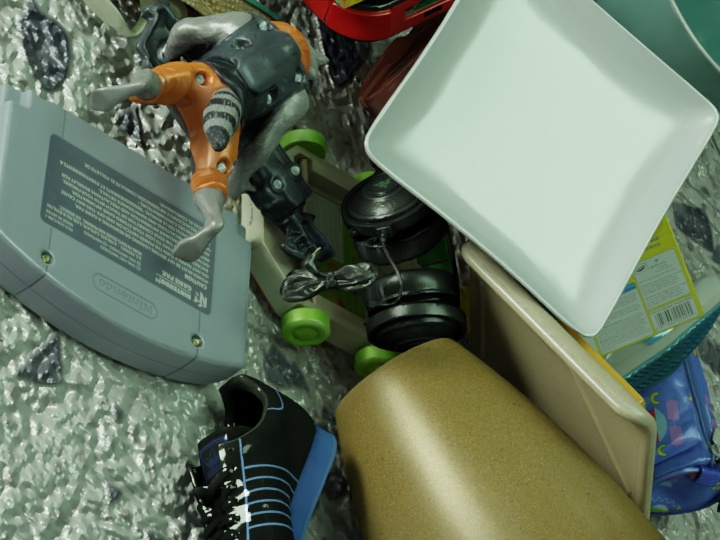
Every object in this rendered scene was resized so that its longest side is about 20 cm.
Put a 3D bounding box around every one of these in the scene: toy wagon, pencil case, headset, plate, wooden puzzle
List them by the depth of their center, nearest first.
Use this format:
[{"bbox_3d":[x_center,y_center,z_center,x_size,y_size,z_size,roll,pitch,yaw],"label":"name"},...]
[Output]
[{"bbox_3d":[0.015,-0.003,1.499,0.200,0.093,0.125,-22,100,-75],"label":"headset"},{"bbox_3d":[0.115,-0.087,1.501,0.199,0.032,0.201,39,63,-14],"label":"plate"},{"bbox_3d":[0.135,0.090,1.527,0.037,0.201,0.185,-32,55,-16],"label":"wooden puzzle"},{"bbox_3d":[0.000,0.000,1.578,0.199,0.039,0.156,29,46,-37],"label":"toy wagon"},{"bbox_3d":[0.225,0.087,1.751,0.078,0.087,0.202,20,51,-41],"label":"pencil case"}]

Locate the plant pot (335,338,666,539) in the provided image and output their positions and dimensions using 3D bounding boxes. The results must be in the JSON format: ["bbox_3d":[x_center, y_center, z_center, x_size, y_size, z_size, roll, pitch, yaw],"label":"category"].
[{"bbox_3d":[0.072,0.150,1.464,0.186,0.186,0.201,-9,62,-52],"label":"plant pot"}]

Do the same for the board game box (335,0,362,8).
[{"bbox_3d":[0.023,-0.239,1.569,0.199,0.030,0.096,-26,58,-34],"label":"board game box"}]

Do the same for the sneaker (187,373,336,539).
[{"bbox_3d":[-0.071,0.147,1.372,0.078,0.070,0.201,39,34,-20],"label":"sneaker"}]

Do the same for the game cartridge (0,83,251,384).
[{"bbox_3d":[-0.150,-0.014,1.409,0.199,0.041,0.134,32,48,-34],"label":"game cartridge"}]

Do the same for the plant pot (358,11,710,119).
[{"bbox_3d":[0.117,-0.115,1.684,0.195,0.201,0.201,42,39,-11],"label":"plant pot"}]

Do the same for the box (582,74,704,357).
[{"bbox_3d":[0.143,-0.043,1.578,0.048,0.116,0.202,-130,-161,-86],"label":"box"}]

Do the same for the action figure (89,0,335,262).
[{"bbox_3d":[-0.068,-0.086,1.450,0.200,0.104,0.194,50,38,-11],"label":"action figure"}]

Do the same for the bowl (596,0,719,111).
[{"bbox_3d":[0.278,-0.213,2.006,0.200,0.105,0.202,29,45,-35],"label":"bowl"}]

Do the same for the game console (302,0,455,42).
[{"bbox_3d":[0.018,-0.246,1.614,0.199,0.031,0.177,-27,58,-31],"label":"game console"}]

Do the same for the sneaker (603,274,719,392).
[{"bbox_3d":[0.184,0.048,1.679,0.199,0.077,0.081,-29,67,-25],"label":"sneaker"}]

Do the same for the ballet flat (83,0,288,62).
[{"bbox_3d":[-0.131,-0.176,1.534,0.199,0.070,0.066,29,73,-32],"label":"ballet flat"}]
